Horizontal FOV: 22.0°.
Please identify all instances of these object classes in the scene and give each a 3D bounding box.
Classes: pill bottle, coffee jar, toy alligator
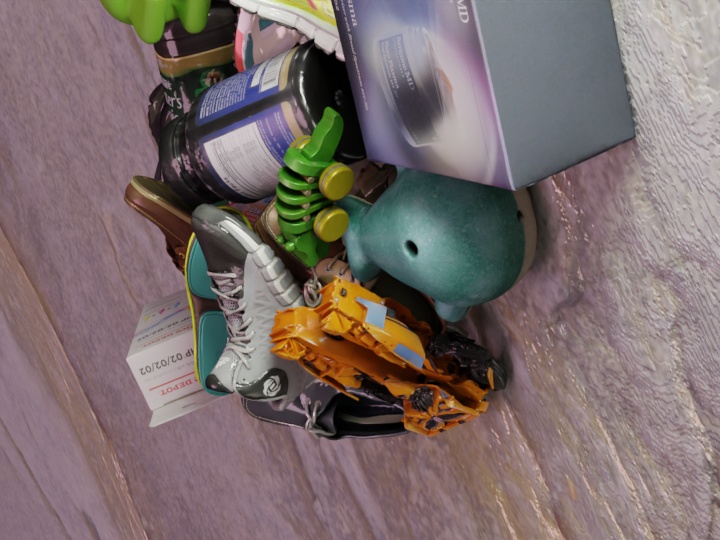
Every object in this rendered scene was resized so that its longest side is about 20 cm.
[{"bbox_3d":[-0.083,-0.124,1.632,0.199,0.111,0.113,-18,95,41],"label":"pill bottle"},{"bbox_3d":[-0.146,-0.165,1.814,0.104,0.084,0.202,-126,23,-68],"label":"coffee jar"},{"bbox_3d":[-0.048,-0.042,1.538,0.059,0.054,0.202,43,138,38],"label":"toy alligator"}]

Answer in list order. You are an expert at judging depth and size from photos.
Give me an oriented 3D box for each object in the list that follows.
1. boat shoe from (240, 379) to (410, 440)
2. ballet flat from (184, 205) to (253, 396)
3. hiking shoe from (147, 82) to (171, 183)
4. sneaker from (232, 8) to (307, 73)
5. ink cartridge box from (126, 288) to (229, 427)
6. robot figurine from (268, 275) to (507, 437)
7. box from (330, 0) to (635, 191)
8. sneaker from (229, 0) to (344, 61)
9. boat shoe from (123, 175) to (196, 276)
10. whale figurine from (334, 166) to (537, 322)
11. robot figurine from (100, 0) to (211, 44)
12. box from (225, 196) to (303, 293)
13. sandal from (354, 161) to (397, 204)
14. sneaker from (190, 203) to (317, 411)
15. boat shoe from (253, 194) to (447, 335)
[{"bbox_3d":[-0.027,0.123,1.730,0.198,0.062,0.073,-1,121,20],"label":"boat shoe"},{"bbox_3d":[-0.129,0.021,1.745,0.067,0.066,0.202,-75,-10,-62],"label":"ballet flat"},{"bbox_3d":[-0.172,-0.096,1.942,0.100,0.075,0.202,28,134,57],"label":"hiking shoe"},{"bbox_3d":[-0.062,-0.247,1.638,0.093,0.070,0.201,26,132,27],"label":"sneaker"},{"bbox_3d":[-0.174,0.078,1.933,0.200,0.114,0.068,-90,-24,-71],"label":"ink cartridge box"},{"bbox_3d":[0.027,0.081,1.594,0.199,0.059,0.145,31,145,-23],"label":"robot figurine"},{"bbox_3d":[0.078,-0.180,1.340,0.198,0.122,0.202,16,125,57],"label":"box"},{"bbox_3d":[-0.041,-0.245,1.542,0.199,0.078,0.091,28,114,17],"label":"sneaker"},{"bbox_3d":[-0.162,-0.023,1.866,0.199,0.068,0.072,35,-170,-31],"label":"boat shoe"},{"bbox_3d":[0.046,-0.029,1.499,0.199,0.103,0.161,-5,105,43],"label":"whale figurine"},{"bbox_3d":[-0.194,-0.298,1.631,0.201,0.174,0.116,62,158,25],"label":"robot figurine"},{"bbox_3d":[-0.061,0.027,1.803,0.102,0.094,0.202,29,136,52],"label":"box"},{"bbox_3d":[0.024,-0.060,1.611,0.080,0.057,0.201,60,154,14],"label":"sandal"},{"bbox_3d":[-0.106,0.046,1.619,0.200,0.116,0.075,51,163,-25],"label":"sneaker"},{"bbox_3d":[0.000,0.000,1.628,0.199,0.076,0.074,36,161,-11],"label":"boat shoe"}]
